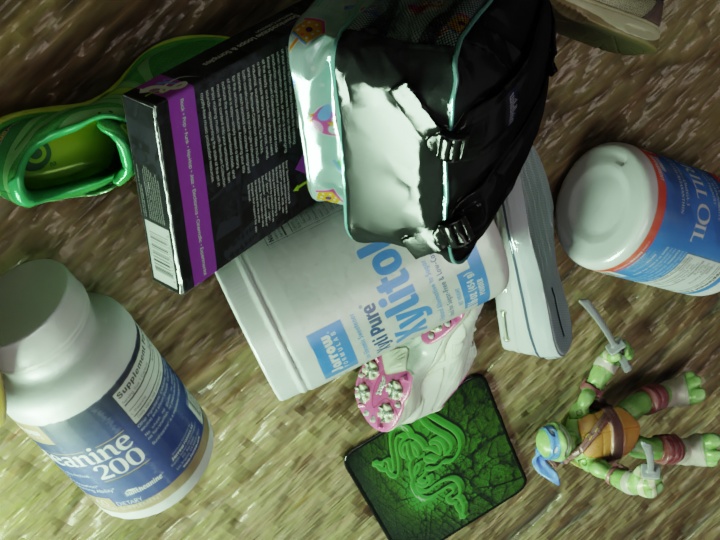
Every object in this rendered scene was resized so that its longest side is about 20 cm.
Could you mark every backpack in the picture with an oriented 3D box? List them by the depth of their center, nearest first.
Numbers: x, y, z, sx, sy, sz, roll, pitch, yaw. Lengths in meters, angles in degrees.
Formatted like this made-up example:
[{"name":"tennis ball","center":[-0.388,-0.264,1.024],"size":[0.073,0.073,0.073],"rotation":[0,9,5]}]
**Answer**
[{"name":"backpack","center":[0.048,-0.127,0.759],"size":[0.200,0.153,0.176],"rotation":[-50,146,-36]}]

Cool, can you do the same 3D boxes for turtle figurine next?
[{"name":"turtle figurine","center":[0.283,0.146,1.126],"size":[0.193,0.144,0.200],"rotation":[-1,126,-32]}]

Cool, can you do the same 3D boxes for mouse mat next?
[{"name":"mouse mat","center":[0.081,0.203,1.148],"size":[0.161,0.008,0.200],"rotation":[-31,130,-6]}]

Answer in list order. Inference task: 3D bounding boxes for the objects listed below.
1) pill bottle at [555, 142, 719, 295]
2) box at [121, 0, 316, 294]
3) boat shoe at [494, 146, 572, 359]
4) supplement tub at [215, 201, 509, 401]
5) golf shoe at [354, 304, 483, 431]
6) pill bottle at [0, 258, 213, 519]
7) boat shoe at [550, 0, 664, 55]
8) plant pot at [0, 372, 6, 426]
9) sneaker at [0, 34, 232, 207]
[{"name":"pill bottle","center":[0.280,-0.039,1.015],"size":[0.200,0.112,0.112],"rotation":[12,116,-35]},{"name":"box","center":[-0.071,-0.093,0.783],"size":[0.200,0.036,0.143],"rotation":[-37,138,-38]},{"name":"boat shoe","center":[0.130,-0.012,0.978],"size":[0.074,0.067,0.201],"rotation":[-41,124,-56]},{"name":"supplement tub","center":[0.000,0.000,0.873],"size":[0.200,0.132,0.132],"rotation":[-27,131,-5]},{"name":"golf shoe","center":[0.070,0.054,1.003],"size":[0.091,0.075,0.200],"rotation":[3,127,-43]},{"name":"pill bottle","center":[-0.199,0.088,0.846],"size":[0.111,0.111,0.200],"rotation":[-32,131,-4]},{"name":"boat shoe","center":[0.143,-0.221,0.848],"size":[0.200,0.072,0.066],"rotation":[18,83,-23]},{"name":"plant pot","center":[-0.341,0.079,0.724],"size":[0.189,0.201,0.201],"rotation":[-25,132,-32]},{"name":"sneaker","center":[-0.153,-0.091,0.758],"size":[0.200,0.084,0.074],"rotation":[-30,130,-19]}]
